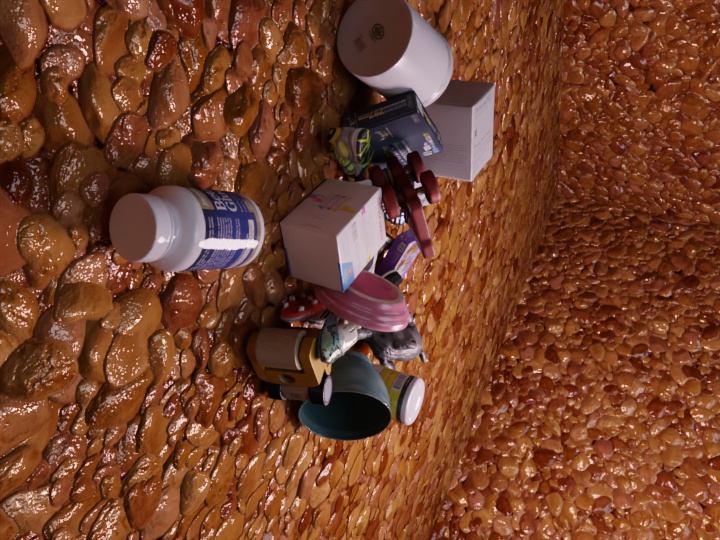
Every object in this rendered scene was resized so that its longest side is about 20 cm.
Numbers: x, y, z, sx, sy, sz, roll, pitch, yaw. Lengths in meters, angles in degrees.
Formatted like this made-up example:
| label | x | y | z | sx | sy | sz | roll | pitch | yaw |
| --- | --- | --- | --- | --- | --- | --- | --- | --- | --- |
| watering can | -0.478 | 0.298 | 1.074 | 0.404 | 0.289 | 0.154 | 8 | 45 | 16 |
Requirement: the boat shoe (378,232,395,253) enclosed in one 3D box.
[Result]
| label | x | y | z | sx | sy | sz | roll | pitch | yaw |
| --- | --- | --- | --- | --- | --- | --- | --- | --- | --- |
| boat shoe | 0.020 | -0.067 | 1.375 | 0.072 | 0.072 | 0.200 | -54 | 160 | 12 |

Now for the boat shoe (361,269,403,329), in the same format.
| label | x | y | z | sx | sy | sz | roll | pitch | yaw |
| --- | --- | --- | --- | --- | --- | --- | --- | --- | --- |
| boat shoe | 0.041 | 0.064 | 1.338 | 0.201 | 0.063 | 0.074 | -38 | 156 | -47 |

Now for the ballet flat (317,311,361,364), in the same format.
| label | x | y | z | sx | sy | sz | roll | pitch | yaw |
| --- | --- | --- | --- | --- | --- | --- | --- | --- | --- |
| ballet flat | -0.034 | 0.111 | 1.129 | 0.200 | 0.073 | 0.075 | -77 | 172 | -69 |

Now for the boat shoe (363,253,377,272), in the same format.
| label | x | y | z | sx | sy | sz | roll | pitch | yaw |
| --- | --- | --- | --- | --- | --- | --- | --- | --- | --- |
| boat shoe | 0.000 | 0.000 | 1.319 | 0.066 | 0.071 | 0.202 | -40 | 150 | -53 |

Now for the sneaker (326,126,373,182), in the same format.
| label | x | y | z | sx | sy | sz | roll | pitch | yaw |
| --- | --- | --- | --- | --- | --- | --- | --- | --- | --- |
| sneaker | -0.020 | -0.234 | 1.195 | 0.200 | 0.076 | 0.076 | 83 | 26 | -73 |

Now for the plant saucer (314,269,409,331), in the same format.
| label | x | y | z | sx | sy | sz | roll | pitch | yaw |
| --- | --- | --- | --- | --- | --- | --- | --- | --- | --- |
| plant saucer | 0.009 | 0.048 | 1.187 | 0.200 | 0.199 | 0.051 | -16 | 131 | -61 |

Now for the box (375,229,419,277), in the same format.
| label | x | y | z | sx | sy | sz | roll | pitch | yaw |
| --- | --- | --- | --- | --- | --- | --- | --- | --- | --- |
| box | 0.085 | -0.011 | 1.466 | 0.137 | 0.039 | 0.201 | -27 | 151 | -58 |

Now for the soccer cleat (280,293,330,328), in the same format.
| label | x | y | z | sx | sy | sz | roll | pitch | yaw |
| --- | --- | --- | --- | --- | --- | --- | --- | --- | --- |
| soccer cleat | -0.094 | 0.085 | 1.206 | 0.200 | 0.068 | 0.086 | -29 | 124 | -63 |

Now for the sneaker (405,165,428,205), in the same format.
| label | x | y | z | sx | sy | sz | roll | pitch | yaw |
| --- | --- | --- | --- | --- | --- | --- | --- | --- | --- |
| sneaker | 0.137 | -0.222 | 1.511 | 0.199 | 0.075 | 0.116 | -30 | 132 | -53 |

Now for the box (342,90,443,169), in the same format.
| label | x | y | z | sx | sy | sz | roll | pitch | yaw |
| --- | --- | --- | --- | --- | --- | --- | --- | --- | --- |
| box | 0.072 | -0.282 | 1.252 | 0.200 | 0.156 | 0.052 | 33 | 46 | -64 |

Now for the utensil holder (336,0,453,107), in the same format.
| label | x | y | z | sx | sy | sz | roll | pitch | yaw |
| --- | --- | --- | --- | --- | --- | --- | --- | --- | --- |
| utensil holder | 0.070 | -0.422 | 1.163 | 0.199 | 0.168 | 0.172 | 5 | 98 | -63 |

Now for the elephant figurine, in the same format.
| label | x | y | z | sx | sy | sz | roll | pitch | yaw |
| --- | --- | --- | --- | --- | --- | --- | --- | --- | --- |
| elephant figurine | 0.073 | 0.190 | 1.512 | 0.200 | 0.153 | 0.143 | -33 | 122 | -67 |

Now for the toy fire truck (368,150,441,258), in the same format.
| label | x | y | z | sx | sy | sz | roll | pitch | yaw |
| --- | --- | --- | --- | --- | --- | --- | --- | --- | --- |
| toy fire truck | 0.099 | -0.139 | 1.246 | 0.201 | 0.111 | 0.169 | -112 | -178 | -49 |

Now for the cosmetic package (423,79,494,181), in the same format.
| label | x | y | z | sx | sy | sz | roll | pitch | yaw |
| --- | --- | --- | --- | --- | --- | --- | --- | --- | --- |
| cosmetic package | 0.239 | -0.363 | 1.545 | 0.167 | 0.165 | 0.202 | -48 | 142 | -44 |

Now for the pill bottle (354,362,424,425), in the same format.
| label | x | y | z | sx | sy | sz | roll | pitch | yaw |
| --- | --- | --- | --- | --- | --- | --- | --- | --- | --- |
| pill bottle | 0.042 | 0.283 | 1.433 | 0.114 | 0.198 | 0.115 | -39 | 136 | -51 |

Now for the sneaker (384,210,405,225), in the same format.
| label | x | y | z | sx | sy | sz | roll | pitch | yaw |
| --- | --- | --- | --- | --- | --- | --- | --- | --- | --- |
| sneaker | 0.031 | -0.151 | 1.346 | 0.199 | 0.082 | 0.074 | 11 | 118 | -48 |

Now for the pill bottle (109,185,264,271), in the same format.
| label | x | y | z | sx | sy | sz | roll | pitch | yaw |
| --- | --- | --- | --- | --- | --- | --- | --- | --- | --- |
| pill bottle | -0.228 | -0.055 | 0.803 | 0.200 | 0.110 | 0.112 | -6 | 109 | -64 |

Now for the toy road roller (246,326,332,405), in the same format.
| label | x | y | z | sx | sy | sz | roll | pitch | yaw |
| --- | --- | --- | --- | --- | --- | --- | --- | --- | --- |
| toy road roller | -0.118 | 0.153 | 1.139 | 0.201 | 0.121 | 0.147 | 75 | 23 | -47 |

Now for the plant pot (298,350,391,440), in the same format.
| label | x | y | z | sx | sy | sz | roll | pitch | yaw |
| --- | --- | --- | --- | --- | --- | --- | --- | --- | --- |
| plant pot | -0.031 | 0.262 | 1.315 | 0.201 | 0.198 | 0.135 | 76 | 12 | -45 |

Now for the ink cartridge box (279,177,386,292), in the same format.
| label | x | y | z | sx | sy | sz | roll | pitch | yaw |
| --- | --- | --- | --- | --- | --- | --- | --- | --- | --- |
| ink cartridge box | -0.041 | -0.080 | 1.158 | 0.200 | 0.124 | 0.130 | -50 | 145 | -42 |
